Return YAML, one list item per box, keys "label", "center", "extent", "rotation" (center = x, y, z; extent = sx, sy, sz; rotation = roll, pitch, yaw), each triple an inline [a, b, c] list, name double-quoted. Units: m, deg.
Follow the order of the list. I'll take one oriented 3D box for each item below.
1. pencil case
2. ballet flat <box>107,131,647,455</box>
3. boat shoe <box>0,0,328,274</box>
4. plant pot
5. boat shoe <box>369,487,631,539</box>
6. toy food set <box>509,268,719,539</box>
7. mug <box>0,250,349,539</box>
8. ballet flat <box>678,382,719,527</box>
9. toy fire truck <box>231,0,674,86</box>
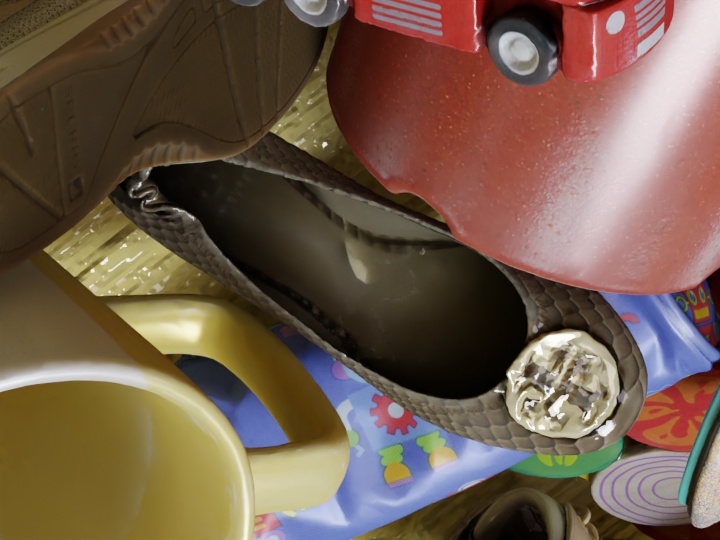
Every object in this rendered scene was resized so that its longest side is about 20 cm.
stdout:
- label: "pencil case"
  center: [0.022, 0.033, 0.835]
  extent: [0.200, 0.078, 0.087]
  rotation: [-26, 99, 12]
- label: "ballet flat"
  center: [0.000, 0.000, 0.768]
  extent: [0.200, 0.046, 0.067]
  rotation: [32, 100, 1]
- label: "boat shoe"
  center: [-0.079, -0.060, 0.710]
  extent: [0.200, 0.065, 0.072]
  rotation: [-38, 135, -46]
- label: "plant pot"
  center: [0.089, -0.111, 0.738]
  extent: [0.200, 0.201, 0.195]
  rotation: [0, 130, -33]
- label: "boat shoe"
  center: [0.066, 0.120, 0.954]
  extent: [0.200, 0.074, 0.069]
  rotation: [-6, 98, -55]
- label: "toy food set"
  center: [0.153, 0.048, 0.927]
  extent: [0.200, 0.049, 0.198]
  rotation: [24, 140, -29]
- label: "mug"
  center: [-0.119, 0.054, 0.738]
  extent: [0.186, 0.153, 0.150]
  rotation: [30, 102, -44]
- label: "ballet flat"
  center: [0.166, 0.009, 0.806]
  extent: [0.068, 0.067, 0.200]
  rotation: [-29, 140, -61]
- label: "toy fire truck"
  center: [-0.010, -0.136, 0.635]
  extent: [0.049, 0.200, 0.141]
  rotation: [-44, 141, -40]
